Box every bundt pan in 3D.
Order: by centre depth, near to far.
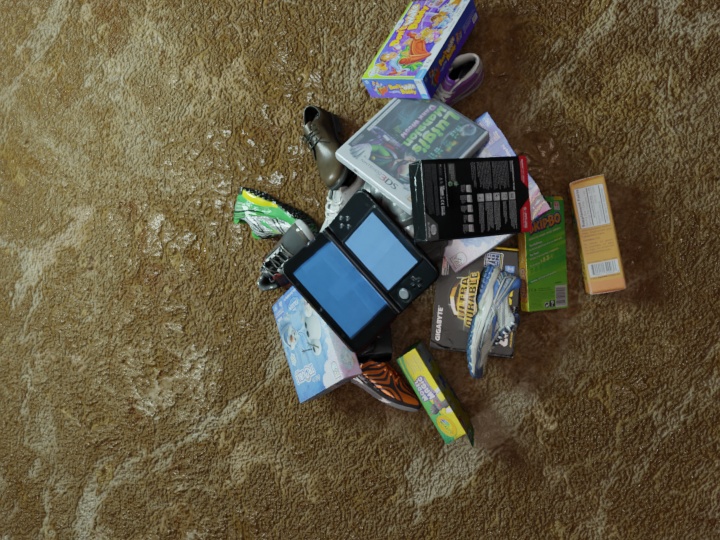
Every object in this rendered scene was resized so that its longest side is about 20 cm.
[{"bbox_3d":[0.062,-0.086,1.051,0.075,0.202,0.204,-28,84,-29],"label":"bundt pan"}]

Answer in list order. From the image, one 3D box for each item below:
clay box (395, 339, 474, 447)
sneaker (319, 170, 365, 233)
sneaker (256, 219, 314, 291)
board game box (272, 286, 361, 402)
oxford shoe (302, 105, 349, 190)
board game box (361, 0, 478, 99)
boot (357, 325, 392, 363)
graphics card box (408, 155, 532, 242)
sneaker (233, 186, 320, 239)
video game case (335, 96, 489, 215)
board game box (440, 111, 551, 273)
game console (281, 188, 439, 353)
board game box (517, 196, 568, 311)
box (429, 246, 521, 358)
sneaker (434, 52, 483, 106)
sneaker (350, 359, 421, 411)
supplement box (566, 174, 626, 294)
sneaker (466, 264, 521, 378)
[{"bbox_3d":[0.142,0.232,1.087,0.047,0.115,0.202,-31,85,12],"label":"clay box"},{"bbox_3d":[-0.040,-0.117,1.112,0.074,0.087,0.203,17,82,28],"label":"sneaker"},{"bbox_3d":[-0.144,-0.014,1.107,0.077,0.082,0.201,48,141,11],"label":"sneaker"},{"bbox_3d":[-0.087,0.123,1.084,0.200,0.043,0.202,-41,64,53],"label":"board game box"},{"bbox_3d":[-0.074,-0.229,1.090,0.073,0.084,0.202,-40,48,28],"label":"oxford shoe"},{"bbox_3d":[0.107,-0.395,1.043,0.133,0.045,0.202,14,66,38],"label":"board game box"},{"bbox_3d":[-0.024,0.077,1.110,0.162,0.066,0.203,-9,70,12],"label":"boot"},{"bbox_3d":[0.177,-0.115,0.939,0.197,0.051,0.128,-7,94,-22],"label":"graphics card box"},{"bbox_3d":[-0.166,-0.093,1.172,0.198,0.078,0.086,27,104,19],"label":"sneaker"},{"bbox_3d":[0.087,-0.212,0.997,0.181,0.023,0.200,40,75,23],"label":"video game case"},{"bbox_3d":[0.197,-0.134,1.036,0.198,0.043,0.202,-35,83,18],"label":"board game box"},{"bbox_3d":[0.000,0.000,0.978,0.200,0.119,0.172,47,127,3],"label":"game console"},{"bbox_3d":[0.329,-0.031,1.060,0.094,0.030,0.204,-3,93,-25],"label":"board game box"},{"bbox_3d":[0.216,0.053,1.101,0.157,0.049,0.204,6,93,10],"label":"box"},{"bbox_3d":[0.137,-0.322,1.074,0.200,0.114,0.073,-42,85,11],"label":"sneaker"},{"bbox_3d":[0.045,0.182,1.125,0.198,0.078,0.113,29,92,4],"label":"sneaker"},{"bbox_3d":[0.418,-0.063,1.045,0.068,0.066,0.204,-9,89,15],"label":"supplement box"},{"bbox_3d":[0.238,0.096,1.035,0.084,0.077,0.203,12,94,8],"label":"sneaker"}]
